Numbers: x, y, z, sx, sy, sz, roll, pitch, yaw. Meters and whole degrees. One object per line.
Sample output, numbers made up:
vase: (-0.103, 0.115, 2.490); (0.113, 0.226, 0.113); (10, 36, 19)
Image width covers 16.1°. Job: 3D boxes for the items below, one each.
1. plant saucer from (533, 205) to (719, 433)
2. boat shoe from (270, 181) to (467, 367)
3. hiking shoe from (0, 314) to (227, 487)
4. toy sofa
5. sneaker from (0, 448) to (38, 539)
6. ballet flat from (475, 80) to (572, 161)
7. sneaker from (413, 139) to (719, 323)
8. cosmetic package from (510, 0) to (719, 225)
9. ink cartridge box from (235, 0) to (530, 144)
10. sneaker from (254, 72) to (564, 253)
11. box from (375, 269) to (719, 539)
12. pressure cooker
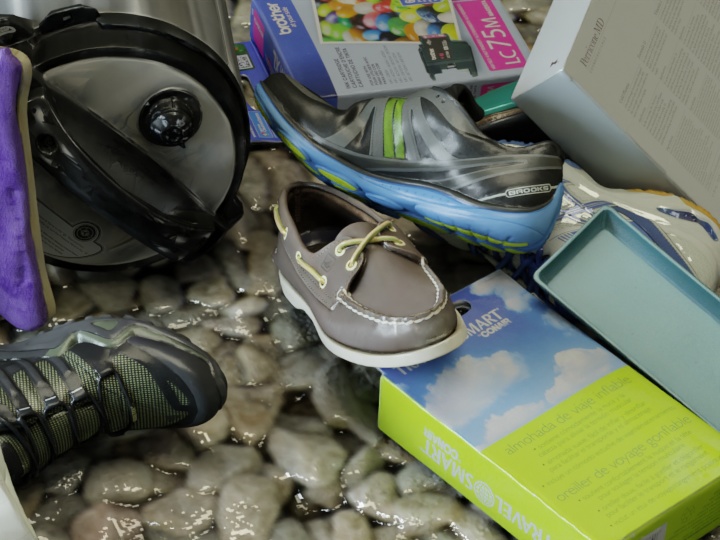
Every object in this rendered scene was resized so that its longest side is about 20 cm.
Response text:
plant saucer: (0.191, 0.048, 1.437); (0.200, 0.019, 0.070); (40, 64, 15)
boat shoe: (0.000, 0.000, 1.434); (0.071, 0.060, 0.200); (-18, 22, -15)
hiking shoe: (-0.171, 0.082, 1.376); (0.198, 0.076, 0.101); (0, 48, 8)
toy sofa: (-0.237, -0.041, 1.405); (0.097, 0.201, 0.083); (24, 43, 29)
sneaker: (-0.244, 0.100, 1.313); (0.115, 0.074, 0.200); (-37, 62, -12)
ballet flat: (0.137, -0.104, 1.618); (0.073, 0.073, 0.200); (30, 42, 27)
sneaker: (0.115, -0.016, 1.508); (0.199, 0.076, 0.088); (13, 43, 12)
cosmetic package: (0.185, -0.129, 1.586); (0.151, 0.052, 0.201); (45, 45, -20)
ink cartridge box: (0.007, -0.140, 1.671); (0.199, 0.042, 0.120); (-10, 42, -14)
sneaker: (0.030, -0.074, 1.494); (0.199, 0.071, 0.083); (21, 81, 19)
box: (0.103, 0.087, 1.404); (0.122, 0.048, 0.200); (-27, 48, -33)
pressure cooker: (-0.154, -0.100, 1.500); (0.175, 0.180, 0.201); (-1, 40, -12)
